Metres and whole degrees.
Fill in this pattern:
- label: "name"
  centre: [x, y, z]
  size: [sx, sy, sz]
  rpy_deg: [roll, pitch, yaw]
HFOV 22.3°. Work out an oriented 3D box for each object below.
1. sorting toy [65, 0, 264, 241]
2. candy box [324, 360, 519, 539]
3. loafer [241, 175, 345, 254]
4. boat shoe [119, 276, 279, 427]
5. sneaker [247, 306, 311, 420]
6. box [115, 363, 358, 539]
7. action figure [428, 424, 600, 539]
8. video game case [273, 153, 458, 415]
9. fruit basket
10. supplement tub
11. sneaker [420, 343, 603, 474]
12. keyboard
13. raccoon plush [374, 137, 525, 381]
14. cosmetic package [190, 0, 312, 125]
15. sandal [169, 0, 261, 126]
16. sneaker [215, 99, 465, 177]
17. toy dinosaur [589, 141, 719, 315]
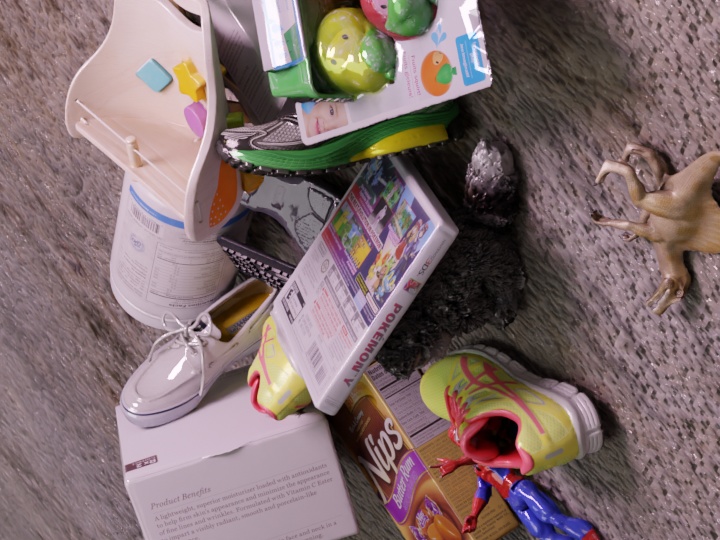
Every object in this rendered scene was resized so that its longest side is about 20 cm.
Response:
- label: "sorting toy"
  centre: [-0.154, -0.156, 1.508]
  size: [0.200, 0.107, 0.180]
  rpy_deg: [39, 140, 39]
- label: "candy box"
  centre: [0.053, 0.183, 1.722]
  size: [0.200, 0.056, 0.117]
  rpy_deg: [57, 150, 10]
- label: "loafer"
  centre: [-0.047, -0.064, 1.675]
  size: [0.200, 0.063, 0.072]
  rpy_deg: [34, 122, 13]
- label: "boat shoe"
  centre: [-0.154, 0.068, 1.778]
  size: [0.075, 0.202, 0.086]
  rpy_deg: [43, 156, 31]
- label: "sneaker"
  centre: [-0.074, 0.091, 1.729]
  size: [0.078, 0.090, 0.200]
  rpy_deg: [38, -178, -6]
- label: "box"
  centre: [-0.125, 0.194, 1.793]
  size: [0.200, 0.199, 0.131]
  rpy_deg: [-121, 15, -70]
- label: "action figure"
  centre: [0.129, 0.214, 1.601]
  size: [0.200, 0.099, 0.065]
  rpy_deg: [48, 145, 25]
- label: "video game case"
  centre: [0.000, 0.000, 1.503]
  size: [0.182, 0.023, 0.200]
  rpy_deg: [-56, 23, 14]
- label: "fruit basket"
  centre: [0.005, -0.201, 1.336]
  size: [0.200, 0.094, 0.186]
  rpy_deg: [-13, 85, 52]
- label: "supplement tub"
  centre: [-0.174, -0.048, 1.796]
  size: [0.132, 0.132, 0.200]
  rpy_deg: [48, 147, 21]
- label: "sneaker"
  centre: [0.107, 0.122, 1.546]
  size: [0.200, 0.090, 0.078]
  rpy_deg: [14, 126, 52]
- label: "keyboard"
  centre: [-0.046, 0.031, 1.707]
  size: [0.200, 0.040, 0.104]
  rpy_deg: [24, 168, 31]
- label: "raccoon plush"
  centre: [0.053, -0.007, 1.492]
  size: [0.097, 0.134, 0.200]
  rpy_deg: [29, 137, 43]
- label: "cosmetic package"
  centre: [-0.080, -0.233, 1.530]
  size: [0.200, 0.108, 0.085]
  rpy_deg: [58, 158, 9]
- label: "sandal"
  centre: [-0.118, -0.162, 1.618]
  size: [0.200, 0.054, 0.080]
  rpy_deg: [52, -166, -46]
- label: "sneaker"
  centre: [-0.021, -0.124, 1.467]
  size: [0.078, 0.200, 0.085]
  rpy_deg: [-169, 65, -75]
- label: "toy dinosaur"
  centre: [0.223, -0.052, 1.305]
  size: [0.101, 0.058, 0.200]
  rpy_deg: [32, 148, 17]
